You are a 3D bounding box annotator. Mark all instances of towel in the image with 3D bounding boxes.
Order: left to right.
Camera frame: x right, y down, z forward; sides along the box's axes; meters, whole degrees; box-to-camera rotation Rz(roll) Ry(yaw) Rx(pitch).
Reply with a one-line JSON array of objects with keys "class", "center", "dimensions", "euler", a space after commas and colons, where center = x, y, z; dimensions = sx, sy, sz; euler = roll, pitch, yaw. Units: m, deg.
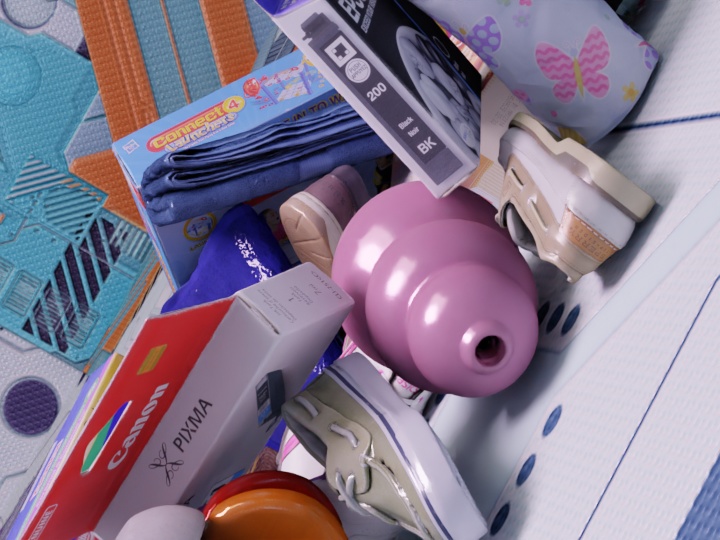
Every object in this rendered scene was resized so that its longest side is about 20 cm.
[{"class": "towel", "center": [-0.063, 0.068, 1.659], "dimensions": [0.049, 0.201, 0.148], "euler": [-14, -26, -38]}, {"class": "towel", "center": [-0.058, -0.083, 1.617], "dimensions": [0.199, 0.049, 0.112], "euler": [-19, 3, -16]}]

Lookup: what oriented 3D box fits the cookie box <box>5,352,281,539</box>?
[{"class": "cookie box", "center": [-0.126, 0.181, 1.542], "dimensions": [0.075, 0.199, 0.172], "euler": [-40, 23, 60]}]

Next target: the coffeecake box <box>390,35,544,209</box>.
[{"class": "coffeecake box", "center": [0.090, -0.112, 1.651], "dimensions": [0.154, 0.073, 0.200], "euler": [-54, 13, 23]}]

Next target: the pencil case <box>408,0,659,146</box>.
[{"class": "pencil case", "center": [0.095, -0.165, 1.441], "dimensions": [0.091, 0.200, 0.083], "euler": [-46, 15, 19]}]

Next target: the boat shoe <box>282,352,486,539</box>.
[{"class": "boat shoe", "center": [0.012, 0.113, 1.304], "dimensions": [0.062, 0.072, 0.200], "euler": [-32, 26, -7]}]

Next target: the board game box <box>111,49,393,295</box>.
[{"class": "board game box", "center": [-0.069, -0.059, 1.742], "dimensions": [0.199, 0.197, 0.056], "euler": [-27, 48, -9]}]

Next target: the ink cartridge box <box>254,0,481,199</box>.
[{"class": "ink cartridge box", "center": [0.000, -0.157, 1.444], "dimensions": [0.043, 0.200, 0.198], "euler": [-40, 14, 17]}]

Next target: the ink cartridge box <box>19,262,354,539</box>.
[{"class": "ink cartridge box", "center": [-0.106, 0.097, 1.354], "dimensions": [0.176, 0.045, 0.201], "euler": [-21, -32, -58]}]

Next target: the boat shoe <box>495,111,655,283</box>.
[{"class": "boat shoe", "center": [0.114, -0.044, 1.372], "dimensions": [0.069, 0.075, 0.200], "euler": [-54, 12, 3]}]

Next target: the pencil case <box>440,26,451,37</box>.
[{"class": "pencil case", "center": [0.080, -0.227, 1.772], "dimensions": [0.088, 0.087, 0.200], "euler": [-63, -19, -17]}]

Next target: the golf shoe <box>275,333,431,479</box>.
[{"class": "golf shoe", "center": [0.004, 0.089, 1.525], "dimensions": [0.201, 0.072, 0.092], "euler": [-65, 13, -23]}]

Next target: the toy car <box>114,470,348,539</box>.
[{"class": "toy car", "center": [-0.073, 0.195, 1.338], "dimensions": [0.200, 0.174, 0.151], "euler": [-47, 16, 51]}]

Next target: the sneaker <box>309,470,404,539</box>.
[{"class": "sneaker", "center": [-0.008, 0.172, 1.423], "dimensions": [0.199, 0.074, 0.100], "euler": [-23, 79, 49]}]

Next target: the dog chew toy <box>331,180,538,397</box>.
[{"class": "dog chew toy", "center": [0.054, 0.019, 1.387], "dimensions": [0.125, 0.124, 0.200], "euler": [-59, 20, 7]}]

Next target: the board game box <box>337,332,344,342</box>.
[{"class": "board game box", "center": [-0.046, 0.105, 1.778], "dimensions": [0.201, 0.045, 0.152], "euler": [-61, 11, -8]}]

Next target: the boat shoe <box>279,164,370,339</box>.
[{"class": "boat shoe", "center": [0.000, 0.000, 1.624], "dimensions": [0.065, 0.072, 0.200], "euler": [-41, -38, -13]}]

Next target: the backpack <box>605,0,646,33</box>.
[{"class": "backpack", "center": [0.151, -0.254, 1.547], "dimensions": [0.201, 0.166, 0.127], "euler": [-54, 6, -2]}]
